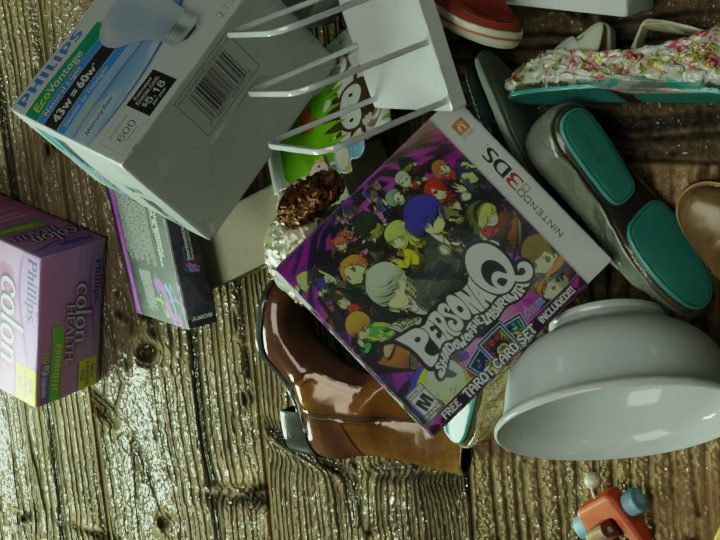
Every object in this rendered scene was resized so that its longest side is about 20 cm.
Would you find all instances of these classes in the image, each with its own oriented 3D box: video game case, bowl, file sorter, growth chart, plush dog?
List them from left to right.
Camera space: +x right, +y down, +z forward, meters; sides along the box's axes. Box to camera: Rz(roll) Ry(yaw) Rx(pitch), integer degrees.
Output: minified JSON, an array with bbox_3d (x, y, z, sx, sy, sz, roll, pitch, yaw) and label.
[{"bbox_3d":[-0.031,-0.198,1.104,0.139,0.124,0.201,17,129,65],"label":"file sorter"},{"bbox_3d":[-0.017,-0.151,1.266,0.200,0.018,0.145,-41,50,25],"label":"growth chart"},{"bbox_3d":[0.000,0.000,1.225,0.171,0.161,0.200,18,143,8],"label":"plush dog"},{"bbox_3d":[0.064,-0.003,1.142,0.200,0.036,0.181,-43,88,-3],"label":"video game case"},{"bbox_3d":[0.200,0.081,1.149,0.201,0.201,0.091,-23,60,39],"label":"bowl"}]

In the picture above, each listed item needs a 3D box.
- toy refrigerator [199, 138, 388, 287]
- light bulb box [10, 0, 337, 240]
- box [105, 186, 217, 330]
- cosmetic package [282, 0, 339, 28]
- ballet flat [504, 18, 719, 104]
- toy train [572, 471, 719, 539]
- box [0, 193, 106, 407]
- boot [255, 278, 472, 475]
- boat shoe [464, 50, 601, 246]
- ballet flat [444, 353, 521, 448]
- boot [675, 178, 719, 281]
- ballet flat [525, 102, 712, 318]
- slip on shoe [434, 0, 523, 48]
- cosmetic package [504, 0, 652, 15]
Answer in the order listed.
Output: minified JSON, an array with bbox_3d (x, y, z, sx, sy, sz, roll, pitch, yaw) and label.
[{"bbox_3d":[-0.060,-0.048,1.354,0.200,0.076,0.070,-25,89,39],"label":"toy refrigerator"},{"bbox_3d":[-0.165,-0.161,1.281,0.200,0.125,0.199,25,77,45],"label":"light bulb box"},{"bbox_3d":[-0.198,-0.022,1.434,0.200,0.036,0.144,-169,66,-68],"label":"box"},{"bbox_3d":[-0.049,-0.336,1.271,0.151,0.052,0.200,41,124,18],"label":"cosmetic package"},{"bbox_3d":[0.207,-0.161,1.129,0.199,0.076,0.064,3,86,29],"label":"ballet flat"},{"bbox_3d":[0.267,0.217,1.195,0.200,0.056,0.151,-32,90,39],"label":"toy train"},{"bbox_3d":[-0.387,0.026,1.610,0.199,0.097,0.177,21,116,30],"label":"box"},{"bbox_3d":[0.003,0.096,1.356,0.199,0.068,0.189,1,104,36],"label":"boot"},{"bbox_3d":[0.127,-0.081,1.203,0.060,0.076,0.201,-26,87,33],"label":"boat shoe"},{"bbox_3d":[0.120,0.063,1.260,0.071,0.065,0.201,50,137,45],"label":"ballet flat"},{"bbox_3d":[0.306,0.012,1.095,0.200,0.075,0.074,50,127,14],"label":"boot"},{"bbox_3d":[0.204,-0.044,1.162,0.200,0.067,0.064,53,149,-3],"label":"ballet flat"},{"bbox_3d":[0.057,-0.248,1.126,0.200,0.074,0.061,53,126,18],"label":"slip on shoe"},{"bbox_3d":[0.133,-0.286,1.139,0.199,0.052,0.151,14,115,34],"label":"cosmetic package"}]
